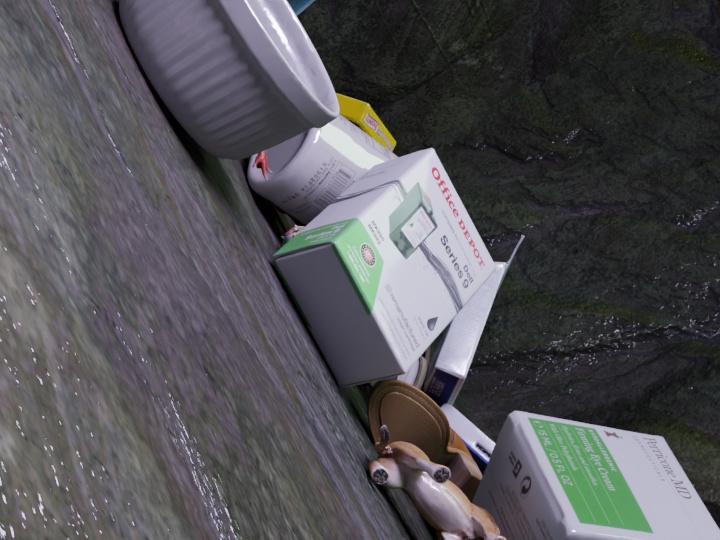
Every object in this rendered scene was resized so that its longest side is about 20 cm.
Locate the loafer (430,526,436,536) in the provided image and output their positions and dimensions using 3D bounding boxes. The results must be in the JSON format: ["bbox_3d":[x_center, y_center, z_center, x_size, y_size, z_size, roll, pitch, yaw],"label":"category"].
[{"bbox_3d":[0.119,0.267,1.733,0.073,0.072,0.200,61,2,6],"label":"loafer"}]

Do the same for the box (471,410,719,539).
[{"bbox_3d":[0.208,0.273,1.508,0.199,0.171,0.200,-112,-142,-60],"label":"box"}]

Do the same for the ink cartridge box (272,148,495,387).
[{"bbox_3d":[0.027,-0.007,1.534,0.200,0.084,0.146,-46,113,-46],"label":"ink cartridge box"}]

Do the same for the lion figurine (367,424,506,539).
[{"bbox_3d":[0.064,0.204,1.439,0.200,0.072,0.122,57,-3,-13],"label":"lion figurine"}]

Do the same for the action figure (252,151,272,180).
[{"bbox_3d":[-0.106,-0.152,1.518,0.200,0.065,0.099,-56,139,-58],"label":"action figure"}]

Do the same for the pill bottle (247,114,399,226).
[{"bbox_3d":[-0.008,-0.081,1.668,0.200,0.114,0.114,34,18,-29],"label":"pill bottle"}]

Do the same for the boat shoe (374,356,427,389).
[{"bbox_3d":[0.028,0.097,1.812,0.068,0.075,0.200,33,20,-14],"label":"boat shoe"}]

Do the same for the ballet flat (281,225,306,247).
[{"bbox_3d":[0.000,0.000,1.629,0.200,0.076,0.064,29,7,-39],"label":"ballet flat"}]

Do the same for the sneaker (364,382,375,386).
[{"bbox_3d":[0.014,0.045,1.752,0.079,0.089,0.200,60,2,-35],"label":"sneaker"}]

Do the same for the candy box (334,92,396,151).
[{"bbox_3d":[-0.065,-0.176,1.726,0.200,0.026,0.102,20,-9,24],"label":"candy box"}]

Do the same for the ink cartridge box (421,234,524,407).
[{"bbox_3d":[0.112,0.076,1.815,0.041,0.200,0.200,24,-31,3],"label":"ink cartridge box"}]

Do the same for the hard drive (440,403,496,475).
[{"bbox_3d":[0.132,0.234,1.788,0.132,0.025,0.200,40,-21,19],"label":"hard drive"}]

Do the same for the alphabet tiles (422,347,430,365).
[{"bbox_3d":[0.067,0.068,1.976,0.200,0.008,0.167,155,-59,-80],"label":"alphabet tiles"}]

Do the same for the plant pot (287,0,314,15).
[{"bbox_3d":[-0.146,-0.332,1.583,0.196,0.200,0.200,55,3,3],"label":"plant pot"}]

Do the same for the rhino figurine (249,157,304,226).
[{"bbox_3d":[-0.070,-0.089,1.750,0.087,0.060,0.200,16,-42,61],"label":"rhino figurine"}]

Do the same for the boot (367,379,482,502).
[{"bbox_3d":[0.048,0.148,1.630,0.200,0.077,0.155,43,5,-35],"label":"boot"}]

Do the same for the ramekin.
[{"bbox_3d":[-0.114,-0.187,1.346,0.200,0.105,0.200,57,10,-16],"label":"ramekin"}]
